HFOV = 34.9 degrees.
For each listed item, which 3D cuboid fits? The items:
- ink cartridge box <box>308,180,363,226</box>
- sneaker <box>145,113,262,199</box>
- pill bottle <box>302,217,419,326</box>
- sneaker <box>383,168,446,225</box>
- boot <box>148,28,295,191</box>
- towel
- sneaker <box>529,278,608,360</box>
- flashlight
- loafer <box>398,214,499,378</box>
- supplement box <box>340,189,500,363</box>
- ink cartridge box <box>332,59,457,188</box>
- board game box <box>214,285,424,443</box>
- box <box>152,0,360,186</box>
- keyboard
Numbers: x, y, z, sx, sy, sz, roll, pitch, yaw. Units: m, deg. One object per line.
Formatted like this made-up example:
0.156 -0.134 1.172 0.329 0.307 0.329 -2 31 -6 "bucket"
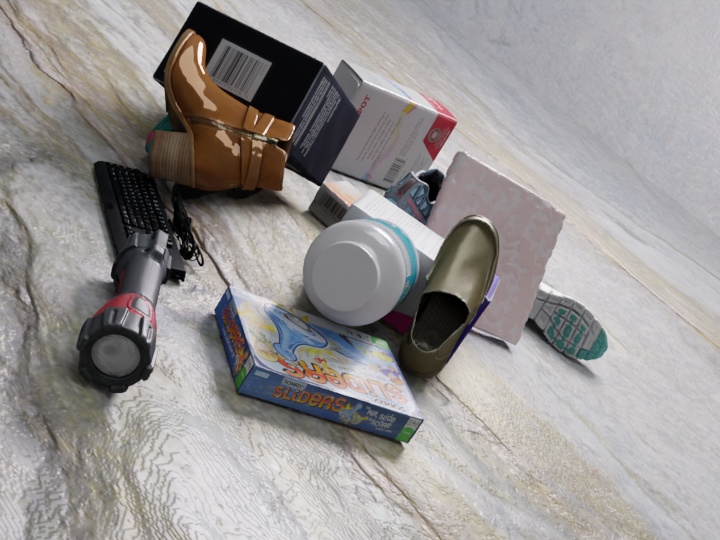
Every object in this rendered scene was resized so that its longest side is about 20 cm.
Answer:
0.040 -0.062 1.586 0.162 0.050 0.200 41 25 16 "ink cartridge box"
-0.190 -0.150 1.405 0.121 0.084 0.199 51 27 18 "sneaker"
0.000 0.000 1.243 0.110 0.111 0.200 36 9 6 "pill bottle"
0.094 -0.088 1.541 0.079 0.096 0.200 42 15 17 "sneaker"
-0.149 -0.180 1.303 0.154 0.077 0.202 6 58 -2 "boot"
0.163 -0.027 1.509 0.190 0.201 0.032 26 -9 -24 "towel"
0.276 0.051 1.655 0.200 0.078 0.091 39 18 9 "sneaker"
-0.205 0.032 1.016 0.067 0.069 0.200 -5 23 -3 "flashlight"
0.106 0.026 1.289 0.075 0.201 0.067 22 -13 1 "loafer"
0.057 0.004 1.394 0.199 0.102 0.103 35 21 2 "supplement box"
0.026 -0.217 1.763 0.199 0.146 0.083 17 25 -37 "ink cartridge box"
-0.042 0.095 1.148 0.199 0.035 0.136 21 24 -30 "board game box"
-0.127 -0.222 1.470 0.196 0.118 0.200 29 -4 16 "box"
-0.221 -0.064 1.226 0.103 0.040 0.200 19 27 -33 "keyboard"
